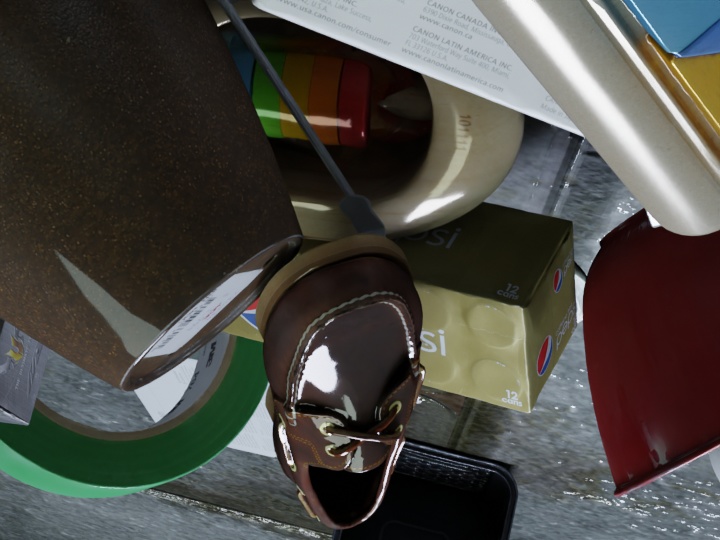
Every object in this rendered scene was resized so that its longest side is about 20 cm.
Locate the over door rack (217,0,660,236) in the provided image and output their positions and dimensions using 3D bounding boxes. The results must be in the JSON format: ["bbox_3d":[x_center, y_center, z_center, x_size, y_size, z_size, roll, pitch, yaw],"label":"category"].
[{"bbox_3d":[0.029,-0.095,0.756,0.147,0.067,0.201,-13,127,20],"label":"over door rack"}]

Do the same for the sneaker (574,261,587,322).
[{"bbox_3d":[0.030,0.007,0.990,0.074,0.089,0.200,49,168,-31],"label":"sneaker"}]

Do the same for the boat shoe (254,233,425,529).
[{"bbox_3d":[-0.004,0.053,0.814,0.070,0.071,0.200,-15,156,-7],"label":"boat shoe"}]

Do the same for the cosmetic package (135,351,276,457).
[{"bbox_3d":[-0.089,0.080,1.369,0.150,0.052,0.200,9,158,10],"label":"cosmetic package"}]

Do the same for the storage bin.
[{"bbox_3d":[0.037,0.247,1.493,0.134,0.201,0.094,14,158,1],"label":"storage bin"}]

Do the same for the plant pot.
[{"bbox_3d":[-0.121,-0.058,0.743,0.200,0.187,0.187,50,160,8],"label":"plant pot"}]

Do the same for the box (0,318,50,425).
[{"bbox_3d":[-0.220,-0.028,0.978,0.157,0.201,0.048,5,160,25],"label":"box"}]

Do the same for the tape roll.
[{"bbox_3d":[-0.144,0.024,1.056,0.199,0.202,0.048,23,158,-21],"label":"tape roll"}]

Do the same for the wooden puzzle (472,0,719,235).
[{"bbox_3d":[0.152,-0.105,0.622,0.200,0.037,0.185,-37,140,10],"label":"wooden puzzle"}]

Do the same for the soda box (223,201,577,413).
[{"bbox_3d":[0.000,0.000,0.896,0.199,0.064,0.068,13,135,23],"label":"soda box"}]

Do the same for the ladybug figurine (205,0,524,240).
[{"bbox_3d":[-0.023,-0.085,0.846,0.198,0.072,0.137,12,120,7],"label":"ladybug figurine"}]

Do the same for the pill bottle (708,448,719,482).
[{"bbox_3d":[0.281,0.078,1.031,0.114,0.115,0.200,22,158,-18],"label":"pill bottle"}]

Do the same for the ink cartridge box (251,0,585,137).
[{"bbox_3d":[0.074,-0.149,0.636,0.160,0.050,0.201,20,121,-16],"label":"ink cartridge box"}]

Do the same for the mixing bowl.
[{"bbox_3d":[0.179,0.009,0.879,0.199,0.109,0.200,-28,173,-4],"label":"mixing bowl"}]
